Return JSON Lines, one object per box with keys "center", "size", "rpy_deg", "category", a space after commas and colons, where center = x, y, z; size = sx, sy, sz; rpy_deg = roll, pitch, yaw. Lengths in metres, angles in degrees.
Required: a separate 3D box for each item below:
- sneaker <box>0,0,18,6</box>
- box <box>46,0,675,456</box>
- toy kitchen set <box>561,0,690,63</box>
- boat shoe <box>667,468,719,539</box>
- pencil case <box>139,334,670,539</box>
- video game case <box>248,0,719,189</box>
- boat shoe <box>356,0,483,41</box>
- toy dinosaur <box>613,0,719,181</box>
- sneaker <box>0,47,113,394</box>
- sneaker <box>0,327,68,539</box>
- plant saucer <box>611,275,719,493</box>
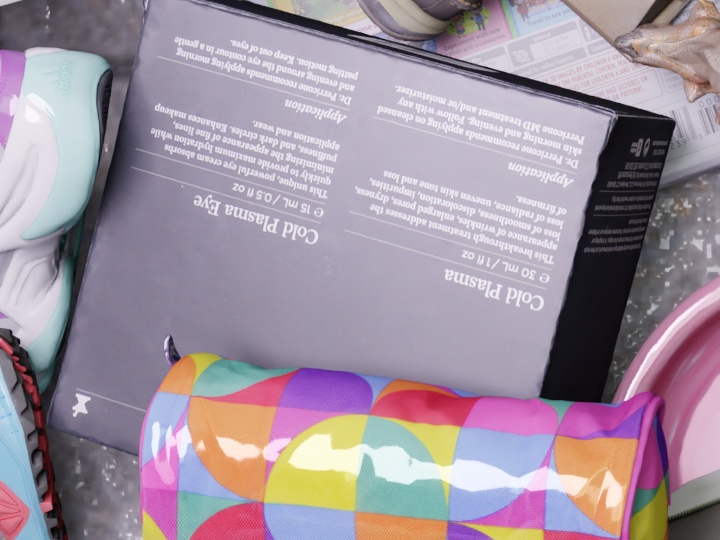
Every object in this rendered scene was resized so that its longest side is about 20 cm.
{"center": [-0.159, -0.177, 1.124], "size": [0.200, 0.081, 0.147], "rpy_deg": [-15, 103, -13], "category": "sneaker"}
{"center": [0.000, 0.000, 1.150], "size": [0.200, 0.104, 0.183], "rpy_deg": [17, 97, 18], "category": "box"}
{"center": [0.122, -0.182, 1.109], "size": [0.200, 0.180, 0.163], "rpy_deg": [42, 93, 8], "category": "toy kitchen set"}
{"center": [0.094, 0.135, 1.088], "size": [0.201, 0.072, 0.060], "rpy_deg": [-22, 52, -12], "category": "boat shoe"}
{"center": [0.015, 0.075, 1.050], "size": [0.200, 0.088, 0.089], "rpy_deg": [7, 86, 17], "category": "pencil case"}
{"center": [0.059, -0.107, 1.216], "size": [0.200, 0.022, 0.182], "rpy_deg": [-19, 83, 8], "category": "video game case"}
{"center": [-0.001, -0.191, 1.161], "size": [0.073, 0.075, 0.200], "rpy_deg": [-26, 108, 22], "category": "boat shoe"}
{"center": [0.189, -0.050, 1.095], "size": [0.200, 0.136, 0.086], "rpy_deg": [45, 103, 9], "category": "toy dinosaur"}
{"center": [-0.181, -0.025, 1.162], "size": [0.140, 0.200, 0.078], "rpy_deg": [10, 46, -6], "category": "sneaker"}
{"center": [-0.167, 0.118, 1.176], "size": [0.095, 0.079, 0.200], "rpy_deg": [-8, 113, -2], "category": "sneaker"}
{"center": [0.196, 0.090, 1.164], "size": [0.200, 0.051, 0.201], "rpy_deg": [-1, 84, 8], "category": "plant saucer"}
